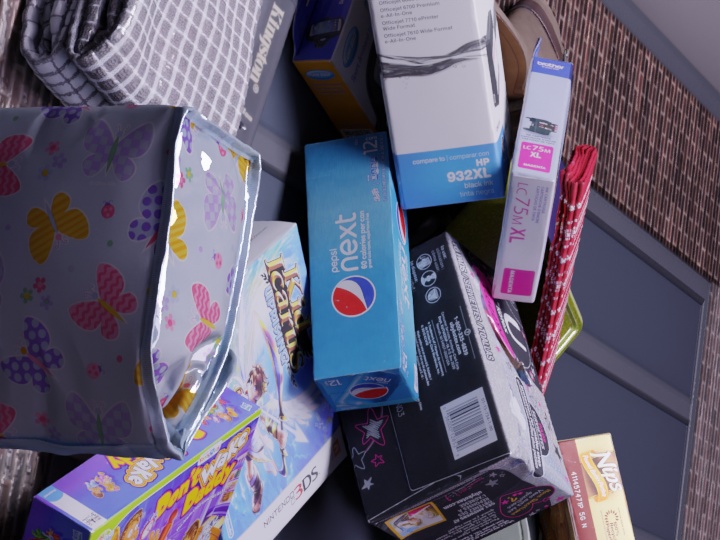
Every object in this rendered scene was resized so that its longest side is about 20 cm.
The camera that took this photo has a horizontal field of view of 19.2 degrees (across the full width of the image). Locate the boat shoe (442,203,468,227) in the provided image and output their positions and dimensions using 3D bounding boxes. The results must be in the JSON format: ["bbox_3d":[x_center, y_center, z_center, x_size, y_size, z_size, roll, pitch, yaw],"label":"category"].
[{"bbox_3d":[0.123,-0.037,1.887,0.200,0.066,0.075,63,38,-41],"label":"boat shoe"}]

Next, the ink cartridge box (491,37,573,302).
[{"bbox_3d":[0.137,-0.082,1.674,0.200,0.042,0.120,-79,176,-52],"label":"ink cartridge box"}]

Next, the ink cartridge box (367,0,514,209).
[{"bbox_3d":[0.062,-0.166,1.632,0.145,0.083,0.201,-69,151,-68],"label":"ink cartridge box"}]

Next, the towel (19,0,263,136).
[{"bbox_3d":[-0.130,-0.179,1.398,0.166,0.085,0.201,46,52,-53],"label":"towel"}]

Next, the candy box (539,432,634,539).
[{"bbox_3d":[0.189,0.226,1.904,0.200,0.055,0.116,113,-31,-70],"label":"candy box"}]

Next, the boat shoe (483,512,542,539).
[{"bbox_3d":[0.123,0.195,1.881,0.060,0.075,0.200,68,23,-51],"label":"boat shoe"}]

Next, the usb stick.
[{"bbox_3d":[-0.077,-0.168,1.549,0.055,0.033,0.201,51,49,-51],"label":"usb stick"}]

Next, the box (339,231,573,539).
[{"bbox_3d":[0.064,0.097,1.637,0.115,0.132,0.200,36,33,-52],"label":"box"}]

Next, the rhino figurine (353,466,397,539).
[{"bbox_3d":[0.047,0.191,1.771,0.200,0.060,0.088,61,37,-45],"label":"rhino figurine"}]

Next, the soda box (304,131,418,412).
[{"bbox_3d":[0.000,0.000,1.600,0.064,0.068,0.201,63,21,-60],"label":"soda box"}]

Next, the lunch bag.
[{"bbox_3d":[-0.162,0.011,1.263,0.127,0.169,0.201,37,57,-60],"label":"lunch bag"}]

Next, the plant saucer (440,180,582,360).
[{"bbox_3d":[0.114,0.045,1.827,0.200,0.048,0.200,-47,135,-22],"label":"plant saucer"}]

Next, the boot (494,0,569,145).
[{"bbox_3d":[0.138,-0.201,1.917,0.146,0.070,0.200,-67,146,-45],"label":"boot"}]

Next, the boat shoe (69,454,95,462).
[{"bbox_3d":[-0.152,0.027,1.392,0.072,0.076,0.201,20,84,-64],"label":"boat shoe"}]

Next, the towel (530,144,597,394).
[{"bbox_3d":[0.163,0.001,1.759,0.145,0.022,0.201,-50,151,-73],"label":"towel"}]

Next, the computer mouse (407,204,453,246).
[{"bbox_3d":[0.064,-0.101,1.792,0.034,0.059,0.200,48,48,-30],"label":"computer mouse"}]

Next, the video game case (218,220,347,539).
[{"bbox_3d":[-0.084,0.092,1.539,0.181,0.045,0.201,-46,130,-52],"label":"video game case"}]

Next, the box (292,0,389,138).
[{"bbox_3d":[0.009,-0.167,1.700,0.200,0.041,0.119,56,44,-50],"label":"box"}]

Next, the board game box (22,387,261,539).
[{"bbox_3d":[-0.149,0.167,1.369,0.200,0.045,0.135,-35,149,-55],"label":"board game box"}]
